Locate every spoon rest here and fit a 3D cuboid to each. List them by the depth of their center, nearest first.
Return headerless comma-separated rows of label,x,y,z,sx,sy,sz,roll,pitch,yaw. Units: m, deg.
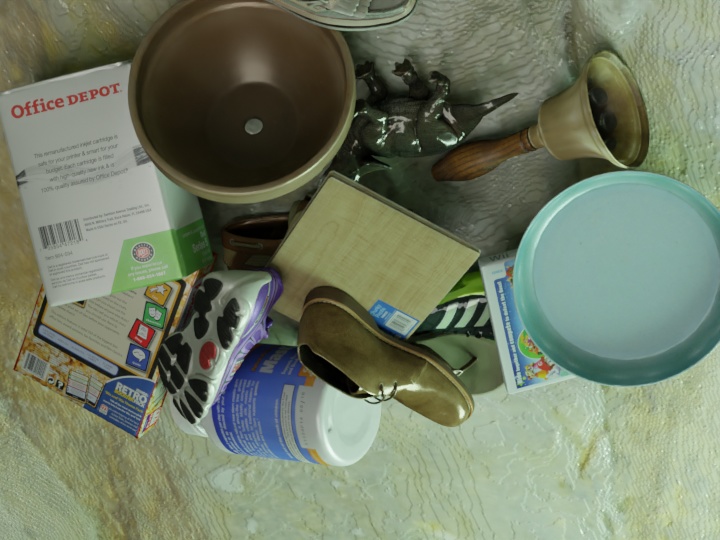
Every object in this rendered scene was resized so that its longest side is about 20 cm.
spoon rest,0.265,0.005,1.467,0.099,0.061,0.200,-35,117,11

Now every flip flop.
flip flop,0.053,0.095,1.614,0.198,0.058,0.082,4,123,12

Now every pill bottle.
pill bottle,-0.088,0.128,1.622,0.198,0.112,0.113,3,125,33

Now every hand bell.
hand bell,0.145,-0.115,1.457,0.199,0.104,0.105,-17,118,38

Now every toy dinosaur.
toy dinosaur,0.046,-0.134,1.472,0.198,0.077,0.103,-18,137,9

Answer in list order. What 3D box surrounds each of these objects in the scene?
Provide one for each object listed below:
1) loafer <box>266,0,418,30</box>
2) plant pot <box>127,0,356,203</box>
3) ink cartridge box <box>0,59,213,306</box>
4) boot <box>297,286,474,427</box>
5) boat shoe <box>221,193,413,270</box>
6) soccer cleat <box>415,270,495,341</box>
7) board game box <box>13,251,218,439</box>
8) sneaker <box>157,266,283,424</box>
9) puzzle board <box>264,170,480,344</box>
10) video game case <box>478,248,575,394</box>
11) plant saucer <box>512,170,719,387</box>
loafer,-0.049,-0.254,1.398,0.198,0.063,0.073,15,84,8
plant pot,-0.100,-0.144,1.450,0.199,0.203,0.093,10,161,7
ink cartridge box,-0.235,-0.083,1.516,0.144,0.084,0.202,-11,97,17
boot,0.020,0.102,1.528,0.199,0.076,0.073,34,135,-20
boat shoe,-0.045,-0.030,1.550,0.198,0.076,0.074,-13,115,20
soccer cleat,0.099,0.037,1.563,0.198,0.068,0.082,-15,119,19
board game box,-0.243,0.042,1.618,0.150,0.046,0.201,27,112,10
sneaker,-0.125,0.071,1.539,0.081,0.083,0.200,56,136,20
puzzle board,0.000,0.000,1.491,0.150,0.018,0.200,27,139,-10
video game case,0.218,0.028,1.517,0.198,0.018,0.144,-15,119,0
plant saucer,0.232,0.005,1.432,0.198,0.027,0.202,2,111,5
